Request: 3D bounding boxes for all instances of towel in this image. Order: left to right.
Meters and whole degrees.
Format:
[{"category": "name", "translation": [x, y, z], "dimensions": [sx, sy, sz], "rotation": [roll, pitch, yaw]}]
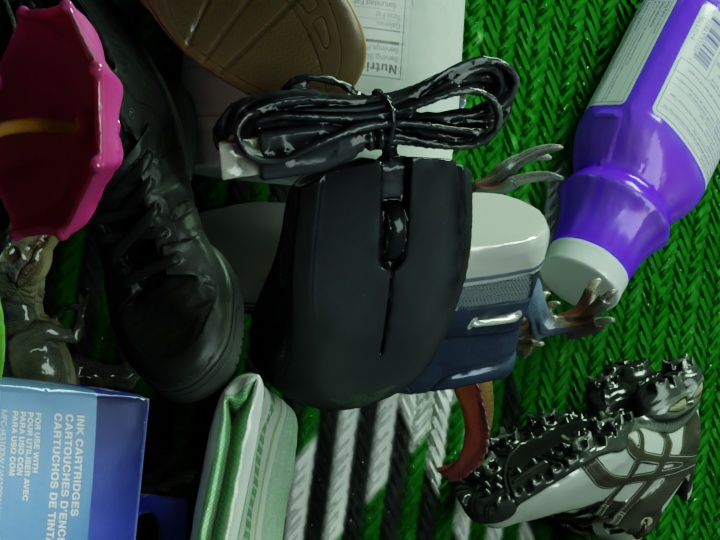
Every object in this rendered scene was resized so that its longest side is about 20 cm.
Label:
[{"category": "towel", "translation": [-0.053, 0.126, 1.220], "dimensions": [0.200, 0.023, 0.153], "rotation": [61, 38, -80]}]

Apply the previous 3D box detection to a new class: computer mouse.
[{"category": "computer mouse", "translation": [0.000, 0.000, 1.197], "dimensions": [0.138, 0.053, 0.201], "rotation": [-11, 139, -18]}]

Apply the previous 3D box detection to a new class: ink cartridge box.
[{"category": "ink cartridge box", "translation": [-0.165, 0.110, 1.102], "dimensions": [0.199, 0.076, 0.137], "rotation": [7, 87, -38]}]

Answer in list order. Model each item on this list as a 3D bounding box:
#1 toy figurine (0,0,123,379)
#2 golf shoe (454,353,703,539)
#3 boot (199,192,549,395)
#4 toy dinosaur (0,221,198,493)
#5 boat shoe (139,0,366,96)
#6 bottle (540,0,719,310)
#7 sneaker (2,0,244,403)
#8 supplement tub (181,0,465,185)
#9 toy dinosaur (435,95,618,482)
[{"category": "toy figurine", "translation": [-0.172, -0.053, 1.023], "dimensions": [0.200, 0.150, 0.184], "rotation": [46, 37, -4]}, {"category": "golf shoe", "translation": [0.129, 0.116, 1.474], "dimensions": [0.200, 0.077, 0.095], "rotation": [-23, 109, -45]}, {"category": "boot", "translation": [-0.005, 0.020, 1.299], "dimensions": [0.199, 0.073, 0.091], "rotation": [-3, 121, -22]}, {"category": "toy dinosaur", "translation": [-0.123, 0.066, 1.202], "dimensions": [0.088, 0.047, 0.201], "rotation": [-10, 100, -34]}, {"category": "boat shoe", "translation": [-0.077, -0.147, 1.168], "dimensions": [0.200, 0.065, 0.071], "rotation": [42, 98, -7]}, {"category": "bottle", "translation": [0.159, -0.069, 1.509], "dimensions": [0.084, 0.065, 0.201], "rotation": [51, 55, -37]}, {"category": "sneaker", "translation": [-0.108, -0.046, 1.158], "dimensions": [0.104, 0.060, 0.201], "rotation": [42, 30, -53]}, {"category": "supplement tub", "translation": [-0.015, -0.141, 1.253], "dimensions": [0.132, 0.131, 0.201], "rotation": [4, 89, -49]}, {"category": "toy dinosaur", "translation": [0.043, -0.018, 1.364], "dimensions": [0.181, 0.105, 0.201], "rotation": [32, 78, -26]}]
